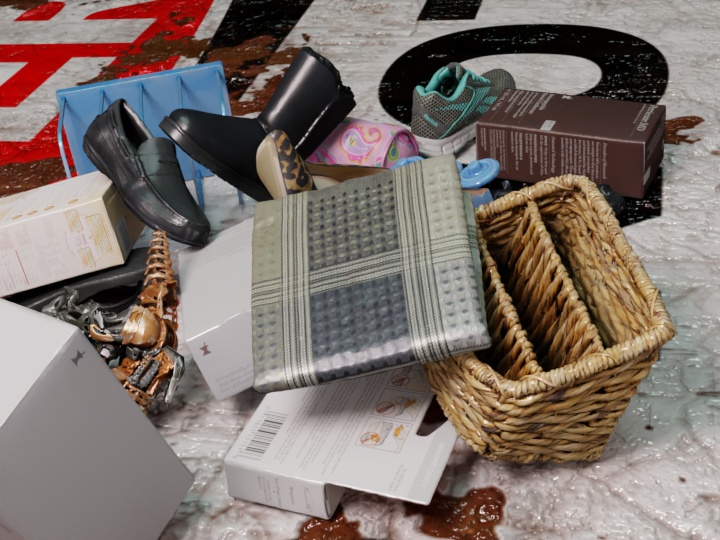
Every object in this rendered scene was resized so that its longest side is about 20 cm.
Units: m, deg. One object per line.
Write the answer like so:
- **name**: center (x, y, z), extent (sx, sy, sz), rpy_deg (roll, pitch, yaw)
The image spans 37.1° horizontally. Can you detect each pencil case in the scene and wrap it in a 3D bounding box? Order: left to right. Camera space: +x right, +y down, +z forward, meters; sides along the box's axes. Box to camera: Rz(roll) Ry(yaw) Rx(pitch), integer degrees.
- **pencil case**: center (-0.029, -0.142, 1.257), extent (0.197, 0.089, 0.087), rpy_deg (16, 39, 32)

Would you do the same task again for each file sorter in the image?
- **file sorter**: center (-0.242, -0.138, 1.243), extent (0.196, 0.141, 0.123), rpy_deg (-11, 34, -5)

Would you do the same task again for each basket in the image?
- **basket**: center (0.129, 0.029, 0.846), extent (0.140, 0.151, 0.202), rpy_deg (4, 42, -17)

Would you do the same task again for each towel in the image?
- **towel**: center (0.003, 0.002, 0.861), extent (0.189, 0.035, 0.203), rpy_deg (-13, 49, 11)

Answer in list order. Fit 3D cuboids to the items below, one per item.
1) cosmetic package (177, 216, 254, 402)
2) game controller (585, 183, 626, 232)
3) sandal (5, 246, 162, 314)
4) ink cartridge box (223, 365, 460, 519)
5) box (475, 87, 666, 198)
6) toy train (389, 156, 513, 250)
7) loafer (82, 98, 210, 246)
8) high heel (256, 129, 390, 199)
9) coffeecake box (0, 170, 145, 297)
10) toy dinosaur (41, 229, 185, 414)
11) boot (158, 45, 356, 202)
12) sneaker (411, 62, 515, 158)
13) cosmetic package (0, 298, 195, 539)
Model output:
- **cosmetic package**: center (-0.109, 0.028, 0.985), extent (0.100, 0.075, 0.201), rpy_deg (-24, 27, 1)
- **game controller**: center (0.183, -0.044, 1.114), extent (0.198, 0.043, 0.104), rpy_deg (-28, 23, -29)
- **sandal**: center (-0.280, 0.026, 1.091), extent (0.197, 0.049, 0.076), rpy_deg (-20, 24, 7)
- **ink cartridge box**: center (0.006, 0.121, 0.886), extent (0.170, 0.044, 0.201), rpy_deg (9, 36, 20)
- **box**: center (0.238, -0.147, 1.220), extent (0.197, 0.076, 0.100), rpy_deg (12, 37, 24)
- **toy train**: center (0.070, -0.051, 1.056), extent (0.114, 0.088, 0.198), rpy_deg (-44, 31, -26)
- **loafer**: center (-0.209, -0.099, 1.068), extent (0.201, 0.071, 0.068), rpy_deg (45, 18, 31)
- **high heel**: center (-0.030, -0.109, 1.090), extent (0.141, 0.201, 0.072), rpy_deg (-31, 64, -10)
- **coffeecake box**: center (-0.336, -0.037, 1.116), extent (0.196, 0.074, 0.154), rpy_deg (-15, 19, 3)
- **toy dinosaur**: center (-0.205, 0.067, 0.947), extent (0.133, 0.103, 0.202), rpy_deg (3, 45, 23)
- **boot**: center (-0.104, -0.171, 1.144), extent (0.076, 0.199, 0.169), rpy_deg (39, 95, 39)
- **sneaker**: center (0.129, -0.215, 1.312), extent (0.077, 0.093, 0.199), rpy_deg (18, 41, 32)
- **cosmetic package**: center (-0.258, 0.120, 0.776), extent (0.197, 0.201, 0.124), rpy_deg (14, 57, 31)
